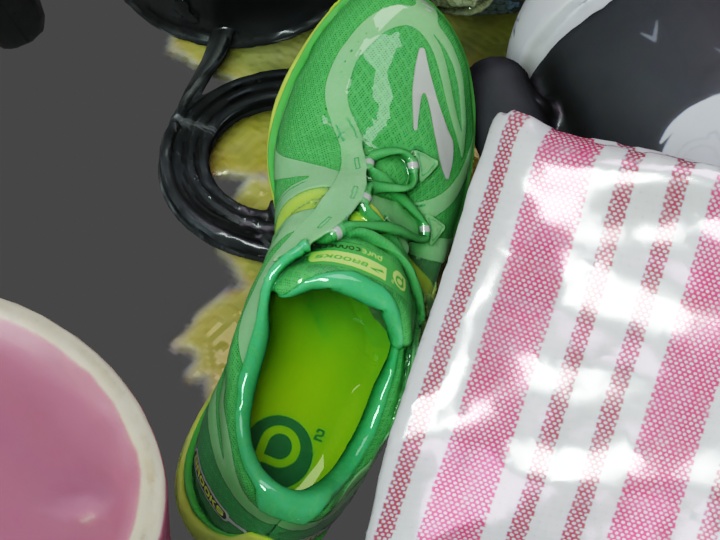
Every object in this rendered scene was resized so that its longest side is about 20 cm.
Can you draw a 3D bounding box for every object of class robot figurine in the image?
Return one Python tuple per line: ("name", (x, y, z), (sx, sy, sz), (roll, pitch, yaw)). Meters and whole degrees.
("robot figurine", (0.124, -0.033, 0.994), (0.125, 0.150, 0.200), (-29, 52, 12))

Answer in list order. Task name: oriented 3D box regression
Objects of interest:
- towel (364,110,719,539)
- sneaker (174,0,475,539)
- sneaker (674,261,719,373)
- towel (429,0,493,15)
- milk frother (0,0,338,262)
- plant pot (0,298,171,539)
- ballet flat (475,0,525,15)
("towel", (0.112, 0.040, 0.824), (0.200, 0.030, 0.146), (14, 78, 13))
("sneaker", (0.000, 0.000, 0.913), (0.074, 0.084, 0.200), (19, 74, -15))
("sneaker", (0.055, 0.062, 0.894), (0.099, 0.078, 0.200), (26, 79, 32))
("towel", (0.012, -0.191, 0.932), (0.036, 0.200, 0.148), (-10, 59, 5))
("milk frother", (-0.043, -0.125, 0.981), (0.200, 0.188, 0.181), (36, 78, 20))
("plant pot", (-0.128, 0.107, 0.762), (0.200, 0.179, 0.200), (7, 49, -8))
("ballet flat", (0.105, -0.145, 1.059), (0.200, 0.074, 0.074), (-14, 52, 0))
